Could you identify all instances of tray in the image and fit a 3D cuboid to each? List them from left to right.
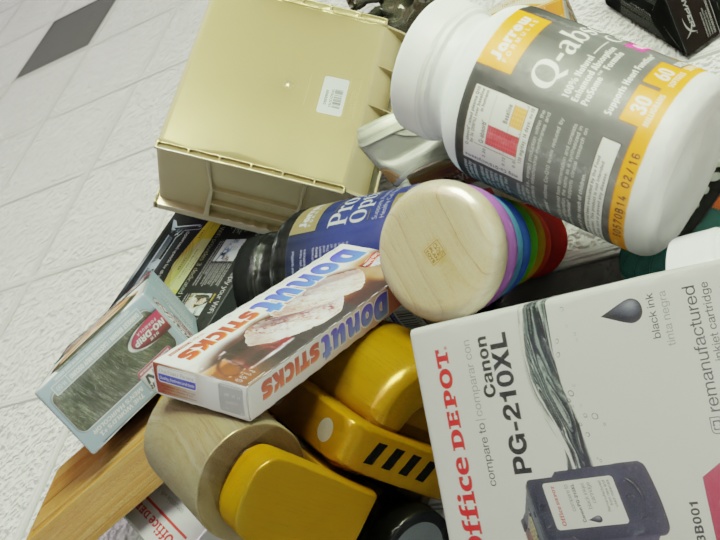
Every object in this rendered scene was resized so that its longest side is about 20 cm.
[{"bbox_3d":[-0.149,0.117,0.738,0.199,0.037,0.099,-40,17,11],"label":"tray"}]

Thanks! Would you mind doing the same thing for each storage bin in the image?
[{"bbox_3d":[-0.067,-0.142,0.941,0.195,0.094,0.203,14,60,0],"label":"storage bin"}]

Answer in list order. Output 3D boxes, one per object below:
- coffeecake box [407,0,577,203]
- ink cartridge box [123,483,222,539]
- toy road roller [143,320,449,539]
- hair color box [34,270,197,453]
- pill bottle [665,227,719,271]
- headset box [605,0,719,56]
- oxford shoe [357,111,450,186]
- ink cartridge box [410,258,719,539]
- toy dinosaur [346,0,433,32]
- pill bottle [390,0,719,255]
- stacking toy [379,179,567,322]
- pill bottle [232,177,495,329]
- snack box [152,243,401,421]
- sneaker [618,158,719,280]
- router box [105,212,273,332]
[{"bbox_3d":[0.122,-0.145,0.899,0.151,0.073,0.202,-20,39,22],"label":"coffeecake box"},{"bbox_3d":[-0.101,0.162,0.748,0.200,0.067,0.115,-49,35,-15],"label":"ink cartridge box"},{"bbox_3d":[-0.018,0.096,0.640,0.122,0.198,0.148,25,88,52],"label":"toy road roller"},{"bbox_3d":[-0.177,0.061,0.783,0.099,0.061,0.200,-43,10,-4],"label":"hair color box"},{"bbox_3d":[0.273,0.008,0.552,0.197,0.114,0.115,-13,41,30],"label":"pill bottle"},{"bbox_3d":[0.315,-0.295,0.896,0.198,0.078,0.149,-35,35,3],"label":"headset box"},{"bbox_3d":[0.095,-0.118,0.786,0.197,0.059,0.075,-23,7,-2],"label":"oxford shoe"},{"bbox_3d":[0.135,0.081,0.537,0.198,0.084,0.148,-15,83,38],"label":"ink cartridge box"},{"bbox_3d":[0.044,-0.295,1.159,0.101,0.078,0.201,-24,30,-2],"label":"toy dinosaur"},{"bbox_3d":[0.123,-0.100,0.664,0.198,0.117,0.117,29,68,28],"label":"pill bottle"},{"bbox_3d":[0.093,-0.015,0.704,0.084,0.199,0.087,2,93,30],"label":"stacking toy"},{"bbox_3d":[0.000,0.000,0.806,0.197,0.112,0.113,-9,43,34],"label":"pill bottle"},{"bbox_3d":[-0.037,0.032,0.649,0.071,0.025,0.199,9,26,31],"label":"snack box"},{"bbox_3d":[0.241,-0.073,0.701,0.200,0.080,0.071,-44,37,-9],"label":"sneaker"},{"bbox_3d":[-0.148,0.011,0.976,0.155,0.052,0.202,-1,48,40],"label":"router box"}]
